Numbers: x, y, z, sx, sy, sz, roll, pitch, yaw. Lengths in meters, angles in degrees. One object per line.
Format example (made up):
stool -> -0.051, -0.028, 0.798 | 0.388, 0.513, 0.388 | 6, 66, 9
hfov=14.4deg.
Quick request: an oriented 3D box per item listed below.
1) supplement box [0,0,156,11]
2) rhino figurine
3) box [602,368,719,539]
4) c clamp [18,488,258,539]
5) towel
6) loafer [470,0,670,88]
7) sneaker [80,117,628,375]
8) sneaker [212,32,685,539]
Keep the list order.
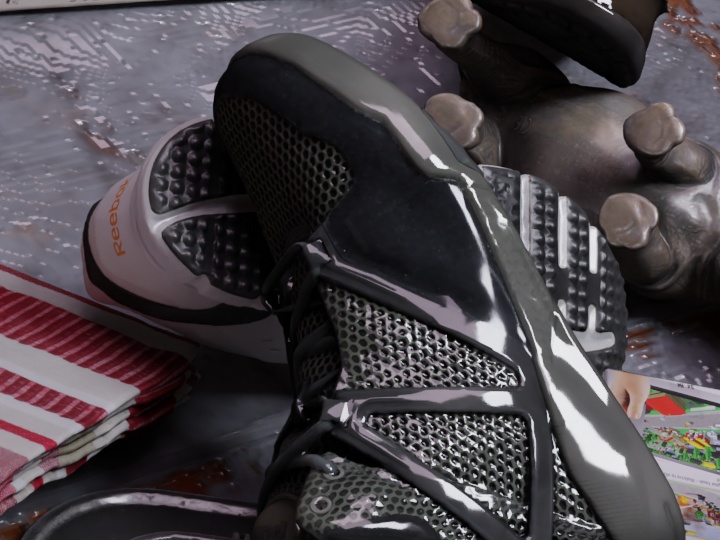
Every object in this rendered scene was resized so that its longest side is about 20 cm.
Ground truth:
supplement box -> -0.075, -0.171, 1.132 | 0.200, 0.074, 0.126 | -7, 41, -26
rhino figurine -> 0.104, -0.022, 0.995 | 0.200, 0.060, 0.087 | 33, -4, 22
box -> 0.170, 0.094, 0.897 | 0.200, 0.035, 0.110 | 11, 36, -4
c clamp -> -0.027, 0.122, 0.807 | 0.200, 0.027, 0.171 | 5, 32, -11
towel -> -0.140, 0.025, 0.843 | 0.144, 0.023, 0.200 | 22, 14, 11
loafer -> 0.080, -0.121, 1.058 | 0.073, 0.071, 0.200 | 29, 9, -8
sneaker -> 0.000, 0.000, 0.925 | 0.200, 0.080, 0.074 | 18, 67, -30
sneaker -> -0.003, 0.029, 0.811 | 0.114, 0.076, 0.199 | -28, 83, -27
